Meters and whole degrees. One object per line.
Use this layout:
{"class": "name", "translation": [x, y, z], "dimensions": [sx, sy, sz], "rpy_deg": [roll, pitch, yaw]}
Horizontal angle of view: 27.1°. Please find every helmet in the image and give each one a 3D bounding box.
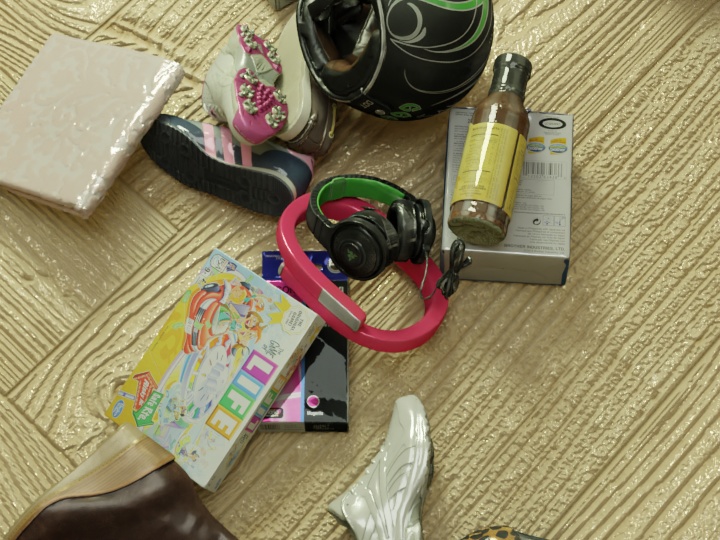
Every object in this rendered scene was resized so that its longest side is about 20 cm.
{"class": "helmet", "translation": [0.049, -0.259, 1.571], "dimensions": [0.189, 0.200, 0.201], "rpy_deg": [-9, 62, -38]}

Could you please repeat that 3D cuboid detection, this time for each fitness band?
{"class": "fitness band", "translation": [0.000, 0.000, 1.524], "dimensions": [0.200, 0.038, 0.143], "rpy_deg": [44, 46, 15]}

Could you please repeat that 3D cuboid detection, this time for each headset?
{"class": "headset", "translation": [0.031, -0.043, 1.485], "dimensions": [0.123, 0.095, 0.200], "rpy_deg": [-16, 46, -36]}

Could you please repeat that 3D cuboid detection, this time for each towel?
{"class": "towel", "translation": [-0.308, -0.158, 1.596], "dimensions": [0.189, 0.032, 0.201], "rpy_deg": [16, 65, 30]}

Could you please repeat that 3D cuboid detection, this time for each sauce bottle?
{"class": "sauce bottle", "translation": [0.137, -0.126, 1.510], "dimensions": [0.064, 0.065, 0.202], "rpy_deg": [13, 66, 6]}

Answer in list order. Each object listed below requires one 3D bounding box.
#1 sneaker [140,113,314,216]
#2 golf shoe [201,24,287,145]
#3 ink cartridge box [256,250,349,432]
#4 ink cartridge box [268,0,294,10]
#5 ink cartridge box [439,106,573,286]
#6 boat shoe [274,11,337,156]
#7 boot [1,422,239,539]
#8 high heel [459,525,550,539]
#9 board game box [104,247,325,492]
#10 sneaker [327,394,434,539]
{"class": "sneaker", "translation": [-0.142, -0.125, 1.602], "dimensions": [0.198, 0.071, 0.082], "rpy_deg": [26, 44, 14]}
{"class": "golf shoe", "translation": [-0.127, -0.178, 1.577], "dimensions": [0.091, 0.075, 0.201], "rpy_deg": [-42, 27, 23]}
{"class": "ink cartridge box", "translation": [-0.058, 0.066, 1.525], "dimensions": [0.093, 0.037, 0.202], "rpy_deg": [0, 64, 0]}
{"class": "ink cartridge box", "translation": [-0.060, -0.419, 1.734], "dimensions": [0.199, 0.044, 0.174], "rpy_deg": [-31, 71, -12]}
{"class": "ink cartridge box", "translation": [0.155, -0.093, 1.569], "dimensions": [0.135, 0.077, 0.202], "rpy_deg": [4, 68, 2]}
{"class": "boat shoe", "translation": [-0.054, -0.210, 1.628], "dimensions": [0.059, 0.072, 0.202], "rpy_deg": [32, 42, -31]}
{"class": "boot", "translation": [-0.234, 0.265, 1.419], "dimensions": [0.200, 0.072, 0.167], "rpy_deg": [-42, 86, 2]}
{"class": "high heel", "translation": [0.150, 0.334, 1.378], "dimensions": [0.141, 0.072, 0.202], "rpy_deg": [11, 50, -2]}
{"class": "board game box", "translation": [-0.144, 0.097, 1.478], "dimensions": [0.134, 0.034, 0.201], "rpy_deg": [31, 84, 20]}
{"class": "sneaker", "translation": [0.019, 0.213, 1.437], "dimensions": [0.098, 0.078, 0.202], "rpy_deg": [5, 65, 6]}
